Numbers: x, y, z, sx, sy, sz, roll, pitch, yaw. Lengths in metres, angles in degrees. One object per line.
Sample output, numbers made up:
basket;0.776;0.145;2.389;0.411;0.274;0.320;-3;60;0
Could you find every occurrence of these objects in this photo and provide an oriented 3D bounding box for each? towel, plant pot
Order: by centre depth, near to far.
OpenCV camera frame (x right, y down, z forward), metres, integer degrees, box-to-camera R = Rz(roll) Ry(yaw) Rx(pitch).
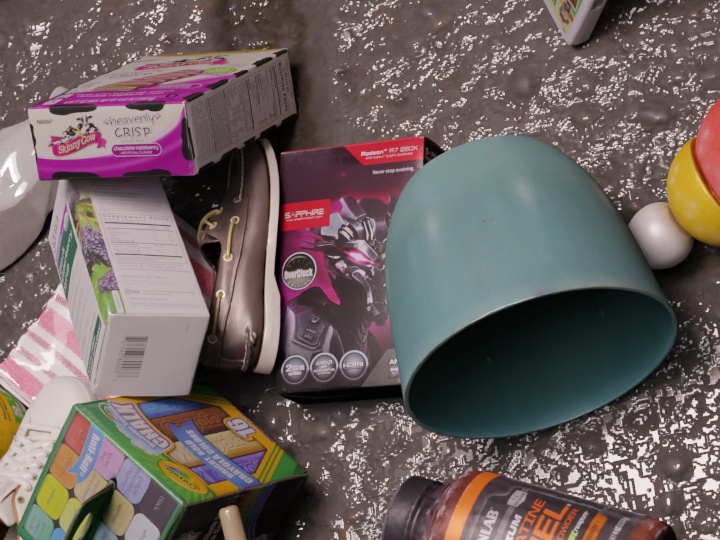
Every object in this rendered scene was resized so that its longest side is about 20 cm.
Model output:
plant pot;0.107;0.002;1.525;0.200;0.201;0.161;-26;57;14
towel;-0.193;0.046;1.721;0.146;0.030;0.200;35;91;25

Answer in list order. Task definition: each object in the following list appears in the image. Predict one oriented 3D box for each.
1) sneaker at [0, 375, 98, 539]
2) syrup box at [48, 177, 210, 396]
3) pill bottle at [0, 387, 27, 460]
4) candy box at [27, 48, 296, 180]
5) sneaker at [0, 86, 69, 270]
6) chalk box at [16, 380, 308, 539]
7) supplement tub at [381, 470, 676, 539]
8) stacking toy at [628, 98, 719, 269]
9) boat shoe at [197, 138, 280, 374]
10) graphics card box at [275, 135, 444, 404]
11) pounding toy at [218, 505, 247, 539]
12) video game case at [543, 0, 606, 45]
sneaker;-0.258;0.166;1.645;0.073;0.085;0.200;3;66;25
syrup box;-0.180;0.003;1.619;0.200;0.081;0.079;-116;35;-48
pill bottle;-0.351;0.127;1.670;0.111;0.200;0.111;-6;74;21
candy box;-0.150;-0.124;1.655;0.136;0.200;0.061;-1;106;21
sneaker;-0.300;-0.072;1.784;0.200;0.075;0.089;-41;52;1
chalk box;-0.161;0.174;1.564;0.124;0.200;0.125;39;113;26
supplement tub;0.117;0.205;1.508;0.200;0.107;0.107;13;81;25
stacking toy;0.271;-0.067;1.527;0.200;0.146;0.146;-36;64;30
boat shoe;-0.097;-0.015;1.659;0.059;0.072;0.200;4;66;-12
graphics card box;0.000;0.000;1.643;0.125;0.051;0.201;-4;75;21
pounding toy;-0.065;0.309;1.535;0.184;0.142;0.200;38;92;26
video game case;0.147;-0.302;1.603;0.022;0.182;0.200;-16;66;-21
